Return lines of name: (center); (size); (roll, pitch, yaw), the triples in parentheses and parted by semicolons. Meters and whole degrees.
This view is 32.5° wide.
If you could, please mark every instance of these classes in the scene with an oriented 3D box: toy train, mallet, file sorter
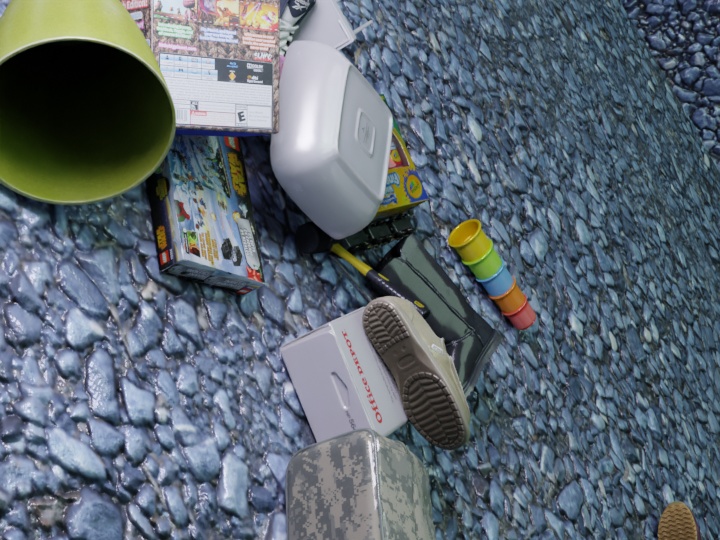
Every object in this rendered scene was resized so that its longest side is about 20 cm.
toy train: (0.017, -0.045, 1.668); (0.034, 0.046, 0.199); (59, 30, 6)
mallet: (0.000, 0.000, 1.517); (0.200, 0.041, 0.066); (40, 25, 30)
file sorter: (-0.095, -0.374, 1.637); (0.201, 0.138, 0.125); (59, 27, -11)

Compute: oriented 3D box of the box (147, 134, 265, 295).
box: (-0.178, -0.082, 1.379); (0.136, 0.040, 0.202); (19, 53, -51)

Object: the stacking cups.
stacking cups: (0.214, 0.009, 1.940); (0.200, 0.060, 0.061); (50, 32, -29)

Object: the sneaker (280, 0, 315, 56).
sneaker: (-0.100, -0.301, 1.538); (0.079, 0.129, 0.201); (10, 59, -61)

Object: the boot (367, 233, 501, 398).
boot: (0.085, 0.074, 1.663); (0.200, 0.065, 0.165); (49, 51, -17)

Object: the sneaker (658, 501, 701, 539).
sneaker: (0.572, 0.506, 2.154); (0.090, 0.074, 0.203); (26, 53, -60)

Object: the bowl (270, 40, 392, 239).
bowl: (-0.024, -0.159, 1.481); (0.200, 0.074, 0.202); (45, 47, -51)

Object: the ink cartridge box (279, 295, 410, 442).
ink cartridge box: (0.006, 0.123, 1.482); (0.199, 0.084, 0.147); (-19, 86, -60)

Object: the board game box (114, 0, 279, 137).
board game box: (-0.175, -0.245, 1.299); (0.158, 0.096, 0.203); (-1, 93, -40)

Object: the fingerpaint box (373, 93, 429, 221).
fingerpaint box: (-0.005, -0.149, 1.679); (0.199, 0.073, 0.169); (-16, 82, -60)

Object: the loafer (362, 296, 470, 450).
loafer: (0.077, 0.113, 1.443); (0.068, 0.075, 0.202); (-36, 100, -54)

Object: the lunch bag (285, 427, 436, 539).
lunch bag: (0.017, 0.290, 1.319); (0.167, 0.138, 0.202); (30, 45, -45)

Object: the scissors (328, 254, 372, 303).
scissors: (0.026, 0.060, 1.607); (0.200, 0.014, 0.073); (45, -7, 12)

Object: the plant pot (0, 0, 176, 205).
plant pot: (-0.281, -0.200, 1.187); (0.187, 0.186, 0.201); (37, 25, -40)

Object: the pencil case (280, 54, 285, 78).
pencil case: (-0.171, -0.259, 1.427); (0.199, 0.087, 0.088); (30, 44, -40)
